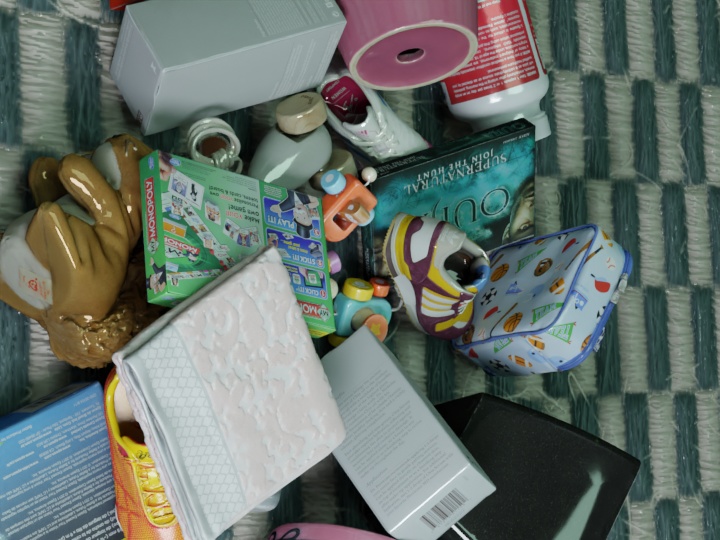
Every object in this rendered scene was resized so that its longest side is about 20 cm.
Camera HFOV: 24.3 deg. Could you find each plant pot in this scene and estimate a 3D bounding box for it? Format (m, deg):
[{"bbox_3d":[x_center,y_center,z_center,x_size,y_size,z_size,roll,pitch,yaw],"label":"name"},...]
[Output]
[{"bbox_3d":[0.035,-0.283,1.630,0.200,0.200,0.179,5,62,-37],"label":"plant pot"},{"bbox_3d":[0.128,0.234,1.690,0.177,0.200,0.200,38,64,-16],"label":"plant pot"}]

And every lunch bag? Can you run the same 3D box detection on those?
[{"bbox_3d":[0.192,0.029,1.746,0.076,0.200,0.160,40,64,-23],"label":"lunch bag"}]

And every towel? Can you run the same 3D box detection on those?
[{"bbox_3d":[-0.106,0.108,1.437,0.191,0.032,0.200,-37,119,-35],"label":"towel"}]

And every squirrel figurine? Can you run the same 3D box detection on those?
[{"bbox_3d":[-0.223,-0.021,1.494,0.187,0.141,0.200,-45,110,-44],"label":"squirrel figurine"}]

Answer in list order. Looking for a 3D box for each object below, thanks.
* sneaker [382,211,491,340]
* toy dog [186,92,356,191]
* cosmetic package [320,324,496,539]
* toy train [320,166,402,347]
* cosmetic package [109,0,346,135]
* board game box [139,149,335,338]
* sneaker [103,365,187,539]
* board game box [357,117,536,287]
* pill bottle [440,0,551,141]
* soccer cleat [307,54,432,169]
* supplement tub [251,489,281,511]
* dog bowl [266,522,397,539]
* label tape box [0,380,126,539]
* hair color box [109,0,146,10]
[{"bbox_3d":[0.092,0.016,1.673,0.075,0.090,0.200,-67,149,-20],"label":"sneaker"},{"bbox_3d":[-0.103,-0.099,1.614,0.200,0.096,0.132,-15,110,-33],"label":"toy dog"},{"bbox_3d":[0.028,0.159,1.594,0.101,0.200,0.071,-40,142,3],"label":"cosmetic package"},{"bbox_3d":[0.000,0.000,1.643,0.150,0.056,0.200,-44,133,-5],"label":"toy train"},{"bbox_3d":[-0.124,-0.208,1.562,0.200,0.107,0.090,-16,66,-28],"label":"cosmetic package"},{"bbox_3d":[-0.108,-0.021,1.497,0.200,0.029,0.135,15,61,-43],"label":"board game box"},{"bbox_3d":[-0.184,0.175,1.438,0.073,0.077,0.200,-17,90,-8],"label":"sneaker"},{"bbox_3d":[0.092,-0.068,1.724,0.200,0.028,0.135,-20,126,-23],"label":"board game box"},{"bbox_3d":[0.135,-0.229,1.784,0.112,0.112,0.200,-23,99,-36],"label":"pill bottle"},{"bbox_3d":[0.015,-0.133,1.694,0.070,0.086,0.200,-41,109,10],"label":"soccer cleat"},{"bbox_3d":[-0.123,0.117,1.549,0.122,0.122,0.200,16,75,-35],"label":"supplement tub"},{"bbox_3d":[-0.011,0.297,1.571,0.200,0.200,0.074,28,61,-31],"label":"dog bowl"},{"bbox_3d":[-0.264,0.217,1.468,0.144,0.063,0.200,-25,100,-37],"label":"label tape box"},{"bbox_3d":[-0.182,-0.346,1.589,0.111,0.064,0.200,0,87,-37],"label":"hair color box"}]
